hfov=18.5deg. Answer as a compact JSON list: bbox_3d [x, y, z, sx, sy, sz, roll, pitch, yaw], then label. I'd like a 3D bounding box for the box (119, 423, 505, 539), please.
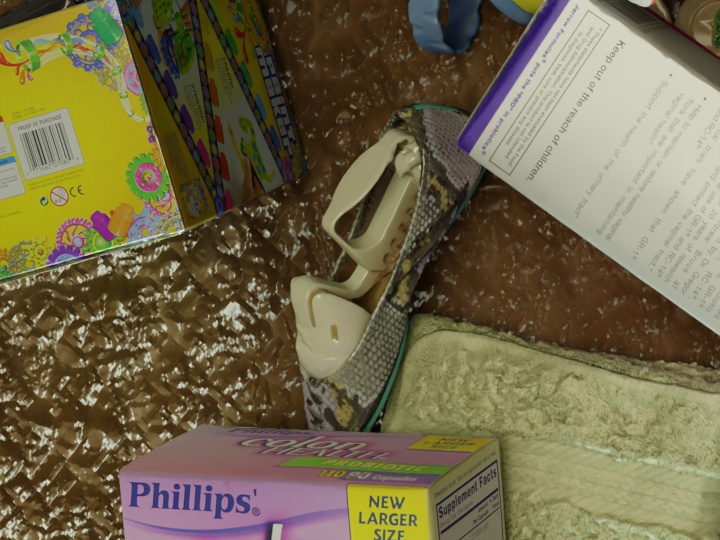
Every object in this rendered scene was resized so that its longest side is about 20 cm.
[{"bbox_3d":[-0.019,0.190,1.149,0.176,0.097,0.200,1,101,25],"label":"box"}]

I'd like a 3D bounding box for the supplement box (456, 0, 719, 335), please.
[{"bbox_3d":[0.164,-0.049,1.093,0.200,0.101,0.103,36,106,12],"label":"supplement box"}]

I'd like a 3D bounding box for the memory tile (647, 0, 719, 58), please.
[{"bbox_3d":[0.187,-0.198,1.139,0.153,0.017,0.200,1,91,20],"label":"memory tile"}]

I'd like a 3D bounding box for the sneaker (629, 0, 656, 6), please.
[{"bbox_3d":[0.142,-0.224,1.038,0.082,0.077,0.200,-10,85,-7],"label":"sneaker"}]

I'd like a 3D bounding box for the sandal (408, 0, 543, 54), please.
[{"bbox_3d":[0.023,-0.190,1.169,0.200,0.079,0.087,51,119,16],"label":"sandal"}]

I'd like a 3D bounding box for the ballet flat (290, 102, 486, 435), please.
[{"bbox_3d":[0.000,0.000,1.178,0.072,0.072,0.200,26,97,18],"label":"ballet flat"}]

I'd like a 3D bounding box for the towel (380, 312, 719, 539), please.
[{"bbox_3d":[0.102,0.109,1.162,0.200,0.036,0.148,11,95,19],"label":"towel"}]

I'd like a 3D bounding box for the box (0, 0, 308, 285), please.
[{"bbox_3d":[-0.162,-0.068,1.165,0.200,0.193,0.122,-15,96,19],"label":"box"}]

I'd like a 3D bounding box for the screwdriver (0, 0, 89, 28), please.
[{"bbox_3d":[-0.124,-0.169,1.248,0.200,0.029,0.028,-22,83,16],"label":"screwdriver"}]
